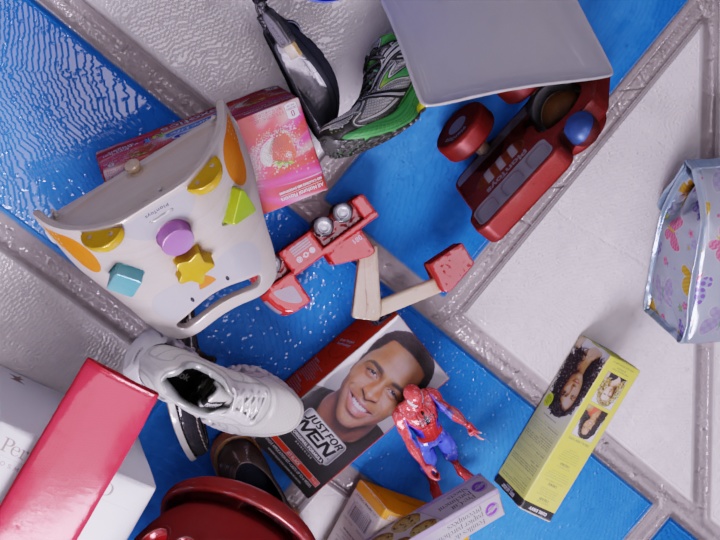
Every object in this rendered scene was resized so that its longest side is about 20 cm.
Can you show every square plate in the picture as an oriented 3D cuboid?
[{"bbox_3d":[0.121,-0.245,1.256,0.198,0.200,0.028,-11,150,-14],"label":"square plate"}]

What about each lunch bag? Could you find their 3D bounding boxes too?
[{"bbox_3d":[0.419,-0.031,1.416,0.169,0.127,0.200,-4,116,-13],"label":"lunch bag"}]

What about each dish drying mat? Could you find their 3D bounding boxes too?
[{"bbox_3d":[-0.262,0.180,1.149,0.077,0.018,0.200,30,94,-21],"label":"dish drying mat"}]

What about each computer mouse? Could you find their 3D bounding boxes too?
[{"bbox_3d":[-0.057,-0.208,1.212,0.046,0.140,0.200,-28,111,-3],"label":"computer mouse"}]

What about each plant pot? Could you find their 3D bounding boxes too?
[{"bbox_3d":[-0.147,0.315,1.261,0.200,0.200,0.183,44,47,-22],"label":"plant pot"}]

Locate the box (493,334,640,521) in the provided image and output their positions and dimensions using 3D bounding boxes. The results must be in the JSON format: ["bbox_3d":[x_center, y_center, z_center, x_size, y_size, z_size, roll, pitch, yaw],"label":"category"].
[{"bbox_3d":[0.232,0.177,1.444,0.050,0.075,0.200,27,95,-24],"label":"box"}]

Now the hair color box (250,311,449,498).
[{"bbox_3d":[-0.016,0.136,1.364,0.200,0.061,0.102,-41,112,-3],"label":"hair color box"}]

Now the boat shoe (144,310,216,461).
[{"bbox_3d":[-0.177,0.096,1.302,0.060,0.074,0.200,-15,100,-7],"label":"boat shoe"}]

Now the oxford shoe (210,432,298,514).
[{"bbox_3d":[-0.103,0.267,1.366,0.071,0.073,0.200,-29,115,-8],"label":"oxford shoe"}]

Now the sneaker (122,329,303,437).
[{"bbox_3d":[-0.133,0.123,1.247,0.200,0.081,0.075,23,89,-34],"label":"sneaker"}]

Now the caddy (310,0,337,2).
[{"bbox_3d":[-0.010,-0.338,1.201,0.200,0.105,0.142,-33,106,-30],"label":"caddy"}]

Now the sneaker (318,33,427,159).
[{"bbox_3d":[0.021,-0.179,1.263,0.200,0.078,0.085,-45,104,-35],"label":"sneaker"}]

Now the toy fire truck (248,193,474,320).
[{"bbox_3d":[0.000,0.000,1.318,0.200,0.049,0.141,-36,95,-5],"label":"toy fire truck"}]

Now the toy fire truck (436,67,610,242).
[{"bbox_3d":[0.177,-0.129,1.283,0.112,0.168,0.200,40,102,-22],"label":"toy fire truck"}]

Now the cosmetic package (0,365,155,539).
[{"bbox_3d":[-0.328,0.232,1.242,0.167,0.166,0.200,29,94,-21],"label":"cosmetic package"}]

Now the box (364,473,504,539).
[{"bbox_3d":[0.058,0.283,1.347,0.200,0.041,0.039,-27,119,-16],"label":"box"}]

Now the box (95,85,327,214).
[{"bbox_3d":[-0.145,-0.097,1.242,0.200,0.095,0.100,-22,111,-10],"label":"box"}]

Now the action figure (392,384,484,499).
[{"bbox_3d":[0.091,0.196,1.355,0.065,0.099,0.200,-34,135,-9],"label":"action figure"}]

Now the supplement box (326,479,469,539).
[{"bbox_3d":[0.015,0.348,1.416,0.126,0.074,0.200,24,97,-31],"label":"supplement box"}]

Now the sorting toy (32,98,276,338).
[{"bbox_3d":[-0.160,-0.022,1.171,0.200,0.107,0.180,-32,132,-4],"label":"sorting toy"}]
